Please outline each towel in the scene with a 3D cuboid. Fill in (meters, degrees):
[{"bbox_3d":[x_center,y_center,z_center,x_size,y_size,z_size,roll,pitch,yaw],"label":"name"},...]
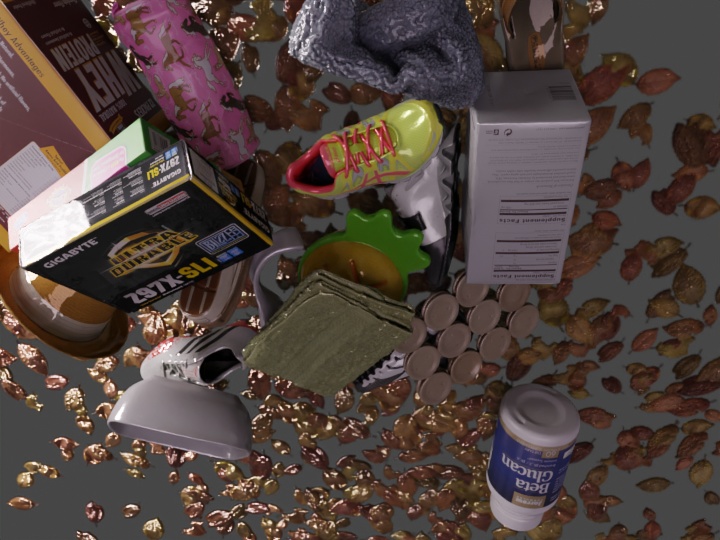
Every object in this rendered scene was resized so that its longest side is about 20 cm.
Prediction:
[{"bbox_3d":[-0.041,0.079,0.746,0.146,0.037,0.200,26,131,-23],"label":"towel"}]

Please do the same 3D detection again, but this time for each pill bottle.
[{"bbox_3d":[0.242,0.276,0.911,0.108,0.112,0.204,4,121,2],"label":"pill bottle"}]

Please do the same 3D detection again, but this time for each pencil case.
[{"bbox_3d":[-0.187,-0.203,0.690,0.082,0.087,0.203,2,126,41],"label":"pencil case"}]

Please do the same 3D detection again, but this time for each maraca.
[{"bbox_3d":[0.000,0.000,0.765,0.135,0.108,0.200,28,136,-16],"label":"maraca"}]

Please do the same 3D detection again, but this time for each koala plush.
[{"bbox_3d":[0.054,-0.270,0.579,0.180,0.178,0.204,18,110,2],"label":"koala plush"}]

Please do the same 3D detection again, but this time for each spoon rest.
[{"bbox_3d":[-0.115,0.037,0.808,0.059,0.100,0.203,-4,130,-21],"label":"spoon rest"}]

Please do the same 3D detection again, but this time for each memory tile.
[{"bbox_3d":[0.136,0.072,0.805,0.198,0.017,0.155,-35,123,-7],"label":"memory tile"}]

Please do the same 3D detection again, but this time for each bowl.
[{"bbox_3d":[-0.250,0.209,0.897,0.196,0.076,0.200,16,156,-13],"label":"bowl"}]

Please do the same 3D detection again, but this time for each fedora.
[{"bbox_3d":[-0.343,0.014,0.769,0.081,0.201,0.201,-39,111,11],"label":"fedora"}]

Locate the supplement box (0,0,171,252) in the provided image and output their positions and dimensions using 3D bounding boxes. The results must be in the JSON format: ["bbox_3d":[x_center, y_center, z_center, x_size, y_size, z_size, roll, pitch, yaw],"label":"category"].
[{"bbox_3d":[-0.358,-0.171,0.691,0.197,0.134,0.199,-27,114,19],"label":"supplement box"}]

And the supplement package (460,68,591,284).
[{"bbox_3d":[0.169,-0.097,0.685,0.107,0.115,0.203,0,131,5],"label":"supplement package"}]

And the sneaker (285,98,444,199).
[{"bbox_3d":[0.000,-0.123,0.680,0.197,0.090,0.080,-24,84,34],"label":"sneaker"}]

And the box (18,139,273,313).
[{"bbox_3d":[-0.211,-0.034,0.646,0.197,0.050,0.160,-24,155,11],"label":"box"}]

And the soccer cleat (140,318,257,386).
[{"bbox_3d":[-0.231,0.129,0.883,0.196,0.086,0.070,-18,118,14],"label":"soccer cleat"}]

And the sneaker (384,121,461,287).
[{"bbox_3d":[0.073,-0.077,0.752,0.086,0.074,0.204,5,117,16],"label":"sneaker"}]

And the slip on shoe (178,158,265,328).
[{"bbox_3d":[-0.154,-0.031,0.748,0.074,0.205,0.061,4,162,24],"label":"slip on shoe"}]

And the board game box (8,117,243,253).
[{"bbox_3d":[-0.244,-0.061,0.674,0.197,0.041,0.152,-29,152,20],"label":"board game box"}]

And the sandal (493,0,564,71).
[{"bbox_3d":[0.168,-0.268,0.634,0.079,0.054,0.203,-14,119,14],"label":"sandal"}]

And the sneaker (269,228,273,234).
[{"bbox_3d":[-0.202,-0.014,0.802,0.195,0.077,0.077,-9,118,7],"label":"sneaker"}]

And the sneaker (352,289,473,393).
[{"bbox_3d":[0.075,0.119,0.861,0.090,0.067,0.200,41,113,-15],"label":"sneaker"}]
